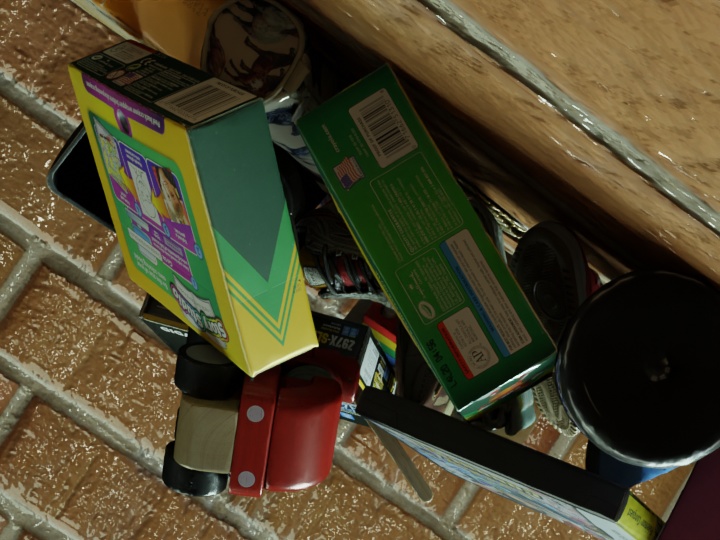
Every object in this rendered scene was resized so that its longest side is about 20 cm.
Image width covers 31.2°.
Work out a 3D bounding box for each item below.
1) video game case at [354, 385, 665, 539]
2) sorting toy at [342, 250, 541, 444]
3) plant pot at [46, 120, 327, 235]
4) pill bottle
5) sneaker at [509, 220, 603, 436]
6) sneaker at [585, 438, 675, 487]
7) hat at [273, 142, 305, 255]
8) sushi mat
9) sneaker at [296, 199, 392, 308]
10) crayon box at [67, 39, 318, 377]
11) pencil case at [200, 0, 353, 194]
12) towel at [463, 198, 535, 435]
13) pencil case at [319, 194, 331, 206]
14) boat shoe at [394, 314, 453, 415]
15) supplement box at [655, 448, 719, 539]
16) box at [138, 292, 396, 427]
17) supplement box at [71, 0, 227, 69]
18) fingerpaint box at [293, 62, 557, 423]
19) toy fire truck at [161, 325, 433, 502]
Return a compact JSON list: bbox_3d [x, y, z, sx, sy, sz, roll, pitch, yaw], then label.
[{"bbox_3d":[0.115,0.146,0.903,0.198,0.026,0.181,19,168,31],"label":"video game case"},{"bbox_3d":[0.106,0.043,1.199,0.199,0.199,0.070,33,146,10],"label":"sorting toy"},{"bbox_3d":[-0.136,-0.129,1.138,0.199,0.200,0.178,35,-165,-22],"label":"plant pot"},{"bbox_3d":[0.178,0.063,0.814,0.111,0.113,0.200,35,180,9],"label":"pill bottle"},{"bbox_3d":[0.178,0.024,0.973,0.071,0.112,0.202,38,152,41],"label":"sneaker"},{"bbox_3d":[0.238,0.114,0.963,0.078,0.067,0.199,11,-159,37],"label":"sneaker"},{"bbox_3d":[-0.098,-0.065,1.008,0.199,0.081,0.203,29,137,31],"label":"hat"},{"bbox_3d":[0.076,-0.075,1.168,0.095,0.012,0.200,37,180,-22],"label":"sushi mat"},{"bbox_3d":[0.000,0.000,1.005,0.199,0.081,0.079,23,131,57],"label":"sneaker"},{"bbox_3d":[-0.114,-0.047,0.863,0.199,0.058,0.175,31,140,52],"label":"crayon box"},{"bbox_3d":[-0.036,-0.115,0.914,0.090,0.078,0.200,52,-173,27],"label":"pencil case"},{"bbox_3d":[0.100,0.039,1.003,0.047,0.174,0.200,-8,174,9],"label":"towel"},{"bbox_3d":[-0.005,-0.090,1.172,0.083,0.087,0.200,5,-165,-24],"label":"pencil case"},{"bbox_3d":[0.064,0.033,1.099,0.071,0.203,0.072,10,162,16],"label":"boat shoe"},{"bbox_3d":[0.298,0.183,0.872,0.198,0.112,0.086,12,-161,-40],"label":"supplement box"},{"bbox_3d":[-0.071,0.072,1.110,0.197,0.050,0.160,14,163,17],"label":"box"},{"bbox_3d":[-0.186,-0.227,0.957,0.199,0.074,0.126,36,180,37],"label":"supplement box"},{"bbox_3d":[0.044,-0.008,0.827,0.202,0.073,0.167,60,-178,11],"label":"fingerpaint box"},{"bbox_3d":[-0.035,0.110,0.933,0.197,0.131,0.176,9,-164,-3],"label":"toy fire truck"}]
